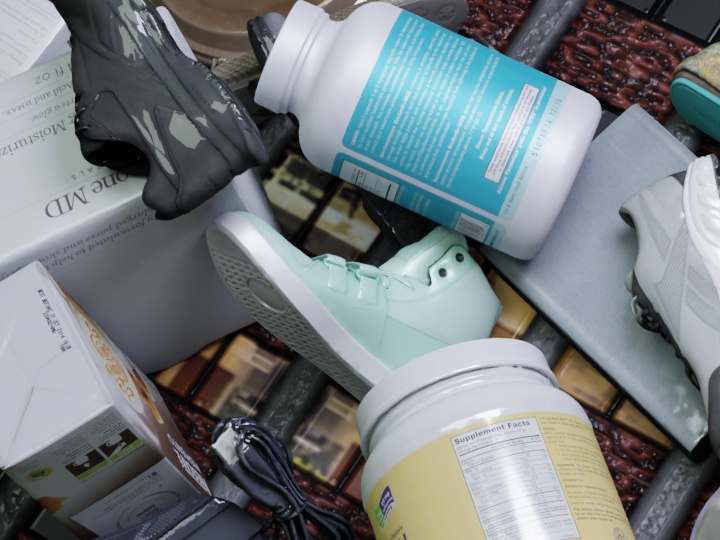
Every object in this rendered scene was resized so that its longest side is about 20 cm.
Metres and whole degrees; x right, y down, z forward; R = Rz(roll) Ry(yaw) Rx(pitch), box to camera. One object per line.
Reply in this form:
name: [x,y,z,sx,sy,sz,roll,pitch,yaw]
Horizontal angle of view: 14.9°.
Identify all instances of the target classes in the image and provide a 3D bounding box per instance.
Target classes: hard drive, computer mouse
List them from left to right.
computer mouse: [-0.111,0.185,1.669,0.199,0.139,0.053,-31,35,11]
hard drive: [0.190,0.007,1.710,0.140,0.033,0.200,-42,61,-6]

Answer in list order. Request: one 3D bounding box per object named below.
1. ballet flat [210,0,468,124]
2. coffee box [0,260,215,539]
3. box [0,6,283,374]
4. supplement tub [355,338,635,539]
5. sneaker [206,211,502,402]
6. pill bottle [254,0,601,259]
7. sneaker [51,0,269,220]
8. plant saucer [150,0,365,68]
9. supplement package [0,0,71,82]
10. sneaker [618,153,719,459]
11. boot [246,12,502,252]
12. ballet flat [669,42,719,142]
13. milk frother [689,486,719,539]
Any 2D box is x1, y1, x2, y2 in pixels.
ballet flat: [-0.024,-0.149,1.835,0.199,0.067,0.046,-24,51,11]
coffee box: [-0.170,0.094,1.681,0.080,0.200,0.115,-31,60,2]
box: [-0.165,-0.032,1.739,0.198,0.200,0.131,-24,61,3]
supplement tub: [0.083,0.156,1.607,0.145,0.145,0.201,-23,61,5]
sneaker: [0.000,0.000,1.700,0.118,0.200,0.074,-56,25,-17]
pill bottle: [0.039,-0.094,1.687,0.199,0.111,0.111,25,73,1]
sneaker: [-0.141,-0.111,1.618,0.091,0.076,0.200,-41,58,-1]
plant saucer: [-0.065,-0.230,1.903,0.199,0.029,0.201,-7,65,14]
supplement package: [-0.275,-0.093,1.852,0.109,0.114,0.200,31,77,25]
sneaker: [0.202,0.029,1.642,0.079,0.074,0.201,-19,55,18]
boot: [0.029,-0.113,1.779,0.132,0.070,0.200,-39,90,-5]
ballet flat: [0.279,-0.078,1.708,0.071,0.071,0.200,-44,61,-6]
milk frother: [0.217,0.210,1.506,0.199,0.188,0.181,-14,90,-2]
